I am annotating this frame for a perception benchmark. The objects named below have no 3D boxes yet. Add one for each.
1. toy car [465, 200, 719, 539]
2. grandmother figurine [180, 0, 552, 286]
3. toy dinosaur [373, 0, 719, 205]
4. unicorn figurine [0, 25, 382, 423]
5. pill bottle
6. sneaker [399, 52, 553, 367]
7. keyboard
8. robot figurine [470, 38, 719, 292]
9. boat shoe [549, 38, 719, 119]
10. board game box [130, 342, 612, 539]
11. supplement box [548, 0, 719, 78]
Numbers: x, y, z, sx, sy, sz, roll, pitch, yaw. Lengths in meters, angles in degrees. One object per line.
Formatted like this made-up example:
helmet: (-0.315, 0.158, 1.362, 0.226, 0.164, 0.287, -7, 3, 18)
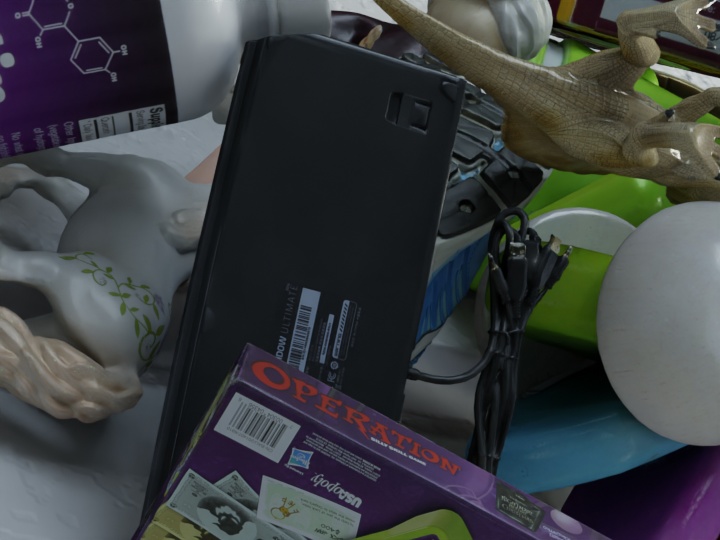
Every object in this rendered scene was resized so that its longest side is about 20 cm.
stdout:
toy car: (0.124, 0.066, 0.925, 0.199, 0.151, 0.175, 26, -8, -19)
grandmother figurine: (-0.001, -0.060, 1.001, 0.121, 0.061, 0.200, 45, 63, 12)
toy dinosaur: (0.081, -0.053, 0.857, 0.199, 0.101, 0.058, 25, 66, -34)
unicorn figurine: (-0.087, -0.016, 0.895, 0.137, 0.074, 0.201, 19, 52, -2)
pill bottle: (-0.114, -0.095, 0.833, 0.199, 0.113, 0.113, -12, 36, -5)
sneaker: (0.000, 0.000, 0.912, 0.078, 0.090, 0.200, 33, 53, 8)
keyboard: (0.000, 0.030, 0.817, 0.127, 0.201, 0.021, 15, -8, -20)
robot figurine: (0.093, -0.033, 1.098, 0.199, 0.116, 0.176, 28, 24, -6)
boat shoe: (0.119, -0.074, 1.263, 0.200, 0.074, 0.063, 19, 12, -4)
board game box: (0.025, 0.117, 0.741, 0.199, 0.120, 0.032, 29, 22, -6)
supplement box: (0.119, -0.146, 1.168, 0.110, 0.086, 0.200, 15, 5, -18)
